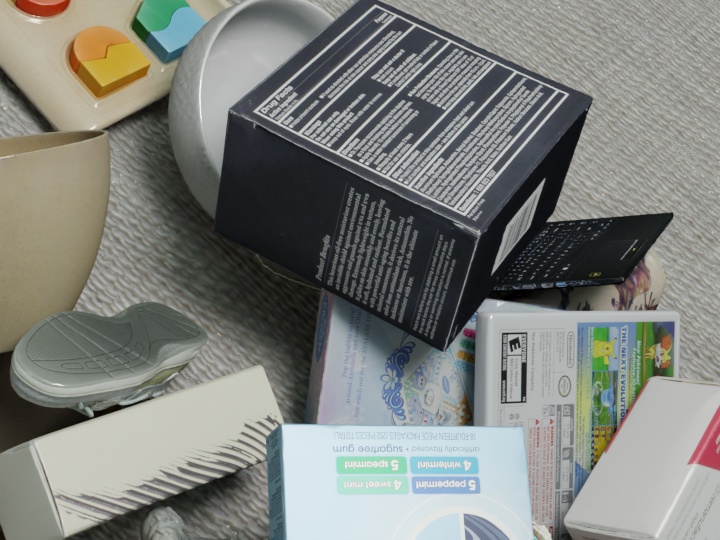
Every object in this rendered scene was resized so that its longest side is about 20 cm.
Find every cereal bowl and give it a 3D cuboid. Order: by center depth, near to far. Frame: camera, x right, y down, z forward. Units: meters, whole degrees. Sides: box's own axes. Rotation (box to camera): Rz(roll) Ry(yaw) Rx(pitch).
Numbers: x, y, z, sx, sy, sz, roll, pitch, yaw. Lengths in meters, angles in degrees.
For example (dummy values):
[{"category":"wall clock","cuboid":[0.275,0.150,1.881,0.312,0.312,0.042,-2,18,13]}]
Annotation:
[{"category":"cereal bowl","cuboid":[-0.078,-0.115,1.274,0.200,0.083,0.200,8,78,-44]}]

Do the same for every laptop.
[{"category":"laptop","cuboid":[0.133,-0.056,1.289,0.177,0.200,0.103,-39,121,-59]}]

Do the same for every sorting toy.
[{"category":"sorting toy","cuboid":[-0.214,-0.217,1.312,0.200,0.036,0.185,-36,78,-33]}]

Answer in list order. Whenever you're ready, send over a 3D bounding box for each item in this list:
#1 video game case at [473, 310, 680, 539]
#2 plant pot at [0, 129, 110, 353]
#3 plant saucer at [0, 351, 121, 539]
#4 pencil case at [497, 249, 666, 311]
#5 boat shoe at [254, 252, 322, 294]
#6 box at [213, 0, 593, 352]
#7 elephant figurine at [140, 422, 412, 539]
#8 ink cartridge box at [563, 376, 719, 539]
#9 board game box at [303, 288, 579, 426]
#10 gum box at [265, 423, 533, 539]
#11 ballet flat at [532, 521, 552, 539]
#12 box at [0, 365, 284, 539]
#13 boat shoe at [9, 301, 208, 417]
[{"category":"video game case","cuboid":[0.162,0.130,1.182,0.182,0.022,0.200,1,91,-30]},{"category":"plant pot","cuboid":[-0.261,-0.015,1.083,0.200,0.200,0.135,-13,101,-27]},{"category":"plant saucer","cuboid":[-0.270,0.105,1.120,0.200,0.032,0.200,10,58,-16]},{"category":"pencil case","cuboid":[0.154,0.039,1.299,0.200,0.089,0.078,-25,104,-31]},{"category":"boat shoe","cuboid":[0.001,0.002,1.241,0.202,0.060,0.072,9,45,-34]},{"category":"box","cuboid":[0.031,-0.077,1.153,0.198,0.123,0.200,28,44,15]},{"category":"elephant figurine","cuboid":[-0.042,0.212,1.076,0.200,0.155,0.142,-7,41,-15]},{"category":"ink cartridge box","cuboid":[0.252,0.199,1.168,0.148,0.086,0.200,-55,125,-30]},{"category":"board game box","cuboid":[0.057,0.116,1.182,0.199,0.043,0.200,9,87,-17]},{"category":"gum box","cuboid":[0.029,0.201,1.019,0.170,0.045,0.200,3,71,-16]},{"category":"ballet flat","cuboid":[0.058,0.250,1.095,0.200,0.064,0.076,-41,78,-3]},{"category":"box","cuboid":[-0.150,0.128,1.090,0.200,0.082,0.068,-17,84,-42]},{"category":"boat shoe","cuboid":[-0.175,0.068,1.089,0.074,0.065,0.202,33,16,13]}]
